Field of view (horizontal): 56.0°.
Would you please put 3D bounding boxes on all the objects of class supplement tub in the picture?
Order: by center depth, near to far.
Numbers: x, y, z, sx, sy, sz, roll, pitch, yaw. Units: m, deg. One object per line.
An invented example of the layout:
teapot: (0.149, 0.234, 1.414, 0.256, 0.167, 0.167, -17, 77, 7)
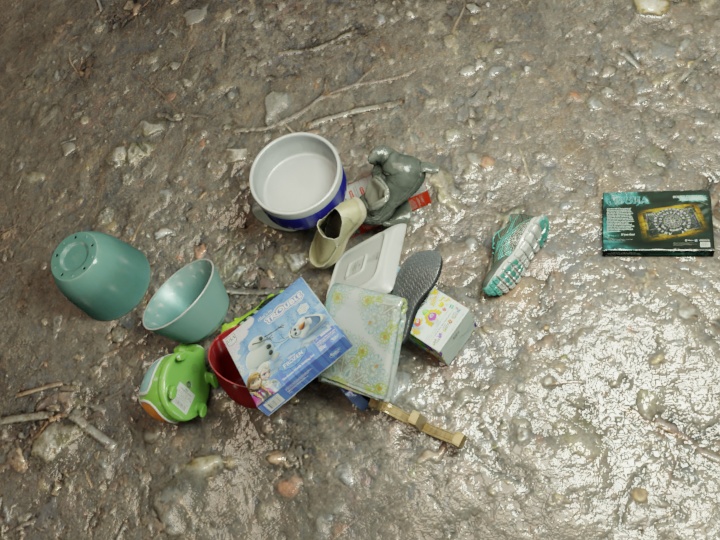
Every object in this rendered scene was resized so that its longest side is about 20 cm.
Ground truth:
supplement tub: (-0.163, -0.203, 1.571, 0.122, 0.123, 0.200, 10, 70, 22)

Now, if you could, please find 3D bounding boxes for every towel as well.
towel: (0.000, 0.134, 1.280, 0.171, 0.048, 0.201, 12, 94, 34)

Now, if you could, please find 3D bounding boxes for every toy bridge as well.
toy bridge: (0.108, 0.287, 1.283, 0.200, 0.067, 0.027, 20, 73, 27)

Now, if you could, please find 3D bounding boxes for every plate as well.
plate: (0.000, 0.000, 1.389, 0.200, 0.032, 0.200, -28, 32, 36)

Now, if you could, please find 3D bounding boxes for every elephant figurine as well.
elephant figurine: (0.048, -0.149, 1.421, 0.141, 0.155, 0.200, 24, 87, -10)

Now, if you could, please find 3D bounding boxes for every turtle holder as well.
turtle holder: (-0.398, 0.232, 1.437, 0.131, 0.141, 0.186, -16, 68, 29)

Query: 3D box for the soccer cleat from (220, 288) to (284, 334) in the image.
soccer cleat: (-0.213, 0.111, 1.480, 0.200, 0.068, 0.081, -32, 73, 6)

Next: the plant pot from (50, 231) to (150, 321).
plant pot: (-0.630, -0.002, 1.608, 0.200, 0.161, 0.201, -7, 63, 14)

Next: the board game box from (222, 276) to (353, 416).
board game box: (-0.142, 0.136, 1.269, 0.200, 0.043, 0.199, -39, 43, -2)

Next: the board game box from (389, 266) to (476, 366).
board game box: (0.116, 0.085, 1.354, 0.200, 0.103, 0.105, 33, 80, 28)

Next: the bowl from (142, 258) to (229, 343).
bowl: (-0.368, 0.081, 1.492, 0.201, 0.105, 0.201, -28, 34, 21)

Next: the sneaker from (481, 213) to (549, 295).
sneaker: (0.300, -0.036, 1.381, 0.091, 0.078, 0.200, 26, 72, 43)

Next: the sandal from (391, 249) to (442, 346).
sandal: (0.095, 0.051, 1.298, 0.076, 0.043, 0.200, 27, 88, 28)

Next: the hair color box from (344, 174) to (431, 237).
hair color box: (0.047, -0.164, 1.519, 0.200, 0.061, 0.102, -23, 63, 6)

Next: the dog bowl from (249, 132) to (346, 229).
dog bowl: (-0.131, -0.190, 1.448, 0.200, 0.079, 0.201, -5, 66, 10)

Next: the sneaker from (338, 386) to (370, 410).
sneaker: (-0.023, 0.186, 1.372, 0.078, 0.070, 0.200, -38, 59, 6)

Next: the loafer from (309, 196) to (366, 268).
loafer: (-0.063, -0.078, 1.415, 0.076, 0.068, 0.200, 56, 133, 25)

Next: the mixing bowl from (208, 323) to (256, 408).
mixing bowl: (-0.206, 0.207, 1.379, 0.200, 0.109, 0.200, 3, 34, -2)

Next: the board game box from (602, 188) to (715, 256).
board game box: (0.580, -0.093, 1.329, 0.199, 0.028, 0.136, 1, 66, 19)
